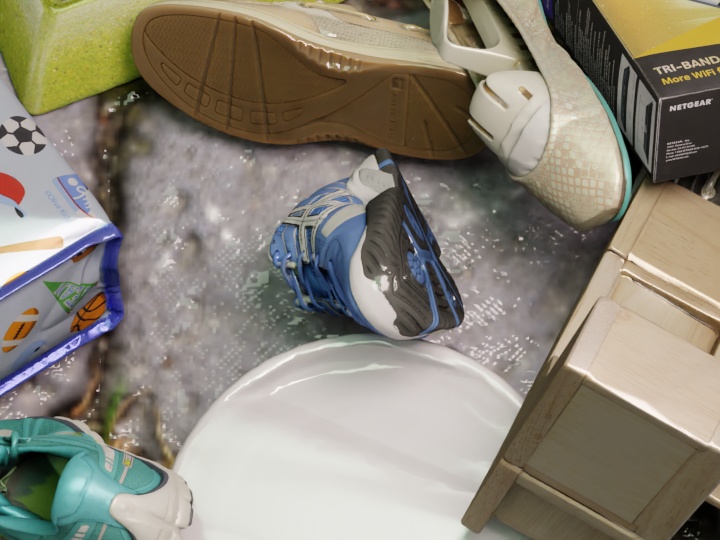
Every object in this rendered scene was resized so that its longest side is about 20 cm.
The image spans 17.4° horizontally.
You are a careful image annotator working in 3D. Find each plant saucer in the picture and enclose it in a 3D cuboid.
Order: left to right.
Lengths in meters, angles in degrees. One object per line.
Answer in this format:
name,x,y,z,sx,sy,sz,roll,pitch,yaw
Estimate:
plant saucer,-0.125,-0.212,1.293,0.199,0.048,0.200,-21,71,-6

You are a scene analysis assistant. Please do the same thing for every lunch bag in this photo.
lunch bag,-0.245,-0.003,1.180,0.200,0.124,0.170,-33,67,-20

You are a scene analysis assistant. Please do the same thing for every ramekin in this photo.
ramekin,0.005,0.139,1.136,0.202,0.094,0.203,-1,70,2

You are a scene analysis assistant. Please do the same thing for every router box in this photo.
router box,0.209,-0.125,1.165,0.199,0.052,0.157,-12,40,-13

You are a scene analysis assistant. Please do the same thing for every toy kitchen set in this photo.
toy kitchen set,0.175,0.043,1.041,0.163,0.181,0.200,29,61,3

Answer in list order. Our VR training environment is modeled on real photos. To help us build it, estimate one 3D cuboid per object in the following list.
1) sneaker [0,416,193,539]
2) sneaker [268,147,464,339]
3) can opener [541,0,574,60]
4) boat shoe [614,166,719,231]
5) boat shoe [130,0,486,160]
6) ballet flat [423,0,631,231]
sneaker,-0.158,0.099,1.120,0.080,0.200,0.078,28,74,-35
sneaker,0.000,0.000,1.152,0.077,0.200,0.076,-28,101,4
can opener,0.077,-0.140,1.257,0.200,0.053,0.067,24,72,11
boat shoe,0.176,-0.040,1.208,0.064,0.071,0.200,24,71,11
boat shoe,-0.021,-0.109,1.248,0.199,0.072,0.065,11,31,6
ballet flat,0.072,-0.092,1.165,0.062,0.068,0.200,4,41,-24
